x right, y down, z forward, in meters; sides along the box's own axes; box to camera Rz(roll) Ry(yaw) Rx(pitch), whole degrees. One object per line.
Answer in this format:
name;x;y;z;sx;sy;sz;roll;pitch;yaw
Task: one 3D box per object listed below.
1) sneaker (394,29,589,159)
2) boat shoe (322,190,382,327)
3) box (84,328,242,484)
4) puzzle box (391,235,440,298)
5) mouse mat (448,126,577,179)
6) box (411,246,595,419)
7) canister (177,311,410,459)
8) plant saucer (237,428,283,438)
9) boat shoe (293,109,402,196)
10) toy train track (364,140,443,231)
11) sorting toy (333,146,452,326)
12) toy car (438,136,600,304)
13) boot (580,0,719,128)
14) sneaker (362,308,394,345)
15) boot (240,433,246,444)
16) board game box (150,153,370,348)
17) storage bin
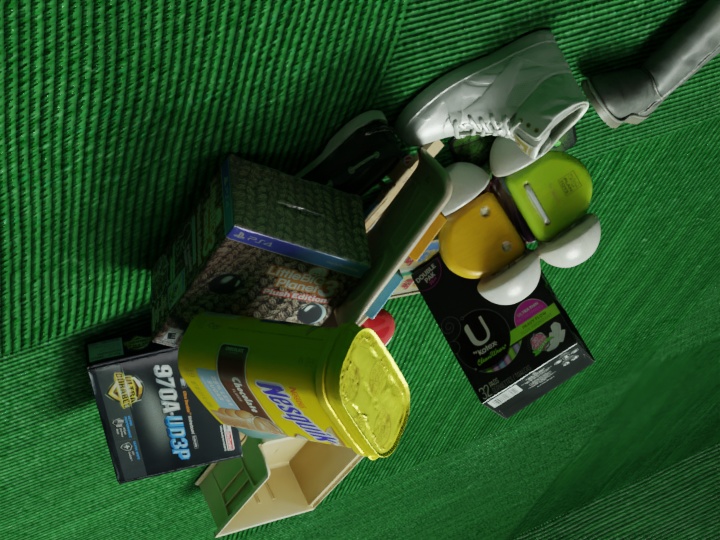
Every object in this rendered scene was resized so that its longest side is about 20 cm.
sneaker;0.142;-0.160;1.438;0.198;0.117;0.074;-29;159;2
boat shoe;0.005;0.003;1.580;0.203;0.074;0.075;-55;171;-14
box;-0.228;0.153;1.598;0.157;0.046;0.202;-11;131;-8
puzzle box;0.096;-0.015;1.792;0.198;0.026;0.133;-10;151;-39
mouse mat;0.188;-0.154;1.642;0.160;0.008;0.200;-31;158;1
box;0.184;0.061;1.759;0.148;0.202;0.124;-33;156;10
canister;-0.068;0.110;1.353;0.198;0.087;0.149;6;146;32
plant saucer;-0.067;0.125;1.617;0.199;0.036;0.202;-31;141;-28
boat shoe;-0.029;-0.085;1.457;0.200;0.061;0.073;-43;155;28
toy train track;0.013;-0.077;1.518;0.200;0.033;0.115;-49;152;2
sorting toy;0.033;-0.024;1.415;0.201;0.036;0.185;-58;-169;8
toy car;0.179;-0.073;1.625;0.199;0.176;0.150;-32;-169;5
boot;0.363;-0.251;1.571;0.199;0.073;0.181;-36;171;30
sneaker;-0.024;0.078;1.753;0.198;0.079;0.116;-17;166;-30
boot;-0.214;0.171;1.720;0.172;0.067;0.201;-5;149;-17
board game box;-0.108;-0.001;1.419;0.158;0.098;0.200;16;135;-27
storage bin;-0.120;0.301;2.092;0.198;0.094;0.199;-7;148;-42
